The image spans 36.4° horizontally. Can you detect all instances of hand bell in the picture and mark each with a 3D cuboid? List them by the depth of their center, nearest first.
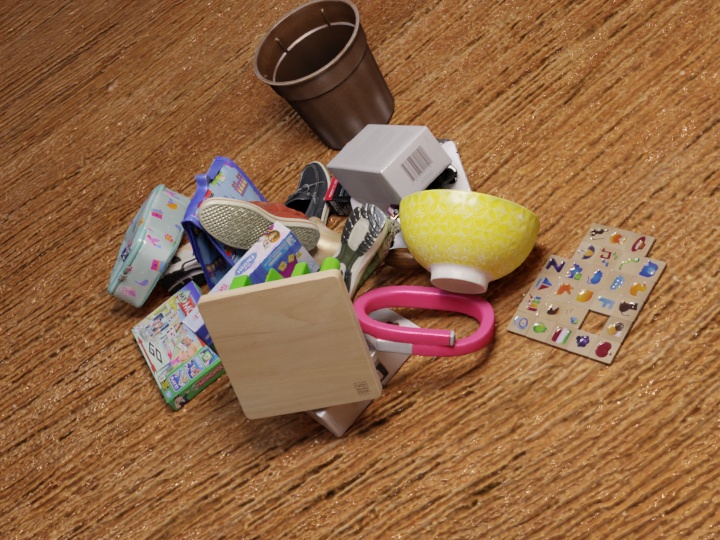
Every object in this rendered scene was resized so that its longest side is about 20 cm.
[{"bbox_3d":[0.014,-0.022,1.673,0.199,0.104,0.104,6,58,22],"label":"hand bell"}]

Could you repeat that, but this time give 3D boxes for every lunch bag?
[{"bbox_3d":[-0.193,-0.063,1.646,0.094,0.200,0.151,-5,40,27],"label":"lunch bag"},{"bbox_3d":[-0.368,-0.040,1.884,0.160,0.077,0.200,-48,20,35],"label":"lunch bag"}]

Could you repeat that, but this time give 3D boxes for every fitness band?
[{"bbox_3d":[0.087,0.066,1.524,0.199,0.038,0.144,6,29,12],"label":"fitness band"}]

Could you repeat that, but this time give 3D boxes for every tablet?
[{"bbox_3d":[0.079,-0.101,1.686,0.200,0.014,0.130,-27,68,26],"label":"tablet"}]

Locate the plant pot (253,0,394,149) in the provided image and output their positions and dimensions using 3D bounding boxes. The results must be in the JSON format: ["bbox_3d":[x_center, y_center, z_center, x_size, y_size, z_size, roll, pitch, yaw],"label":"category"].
[{"bbox_3d":[-0.047,-0.326,1.877,0.200,0.198,0.201,-18,47,21],"label":"plant pot"}]

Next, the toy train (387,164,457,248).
[{"bbox_3d":[0.064,-0.088,1.629,0.046,0.034,0.200,43,87,18],"label":"toy train"}]

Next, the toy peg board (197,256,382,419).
[{"bbox_3d":[-0.086,0.083,1.493,0.199,0.200,0.098,-11,29,16],"label":"toy peg board"}]

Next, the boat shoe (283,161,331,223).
[{"bbox_3d":[-0.093,-0.108,1.816,0.075,0.062,0.200,-30,41,40],"label":"boat shoe"}]

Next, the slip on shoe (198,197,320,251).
[{"bbox_3d":[-0.151,-0.071,1.598,0.074,0.200,0.061,-60,42,25],"label":"slip on shoe"}]

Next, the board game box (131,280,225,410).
[{"bbox_3d":[-0.287,0.119,1.788,0.134,0.029,0.200,-39,44,0],"label":"board game box"}]

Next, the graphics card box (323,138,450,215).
[{"bbox_3d":[0.050,-0.150,1.776,0.200,0.051,0.126,1,57,34],"label":"graphics card box"}]

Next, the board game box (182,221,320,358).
[{"bbox_3d":[-0.133,0.063,1.613,0.200,0.200,0.041,-48,46,-9],"label":"board game box"}]

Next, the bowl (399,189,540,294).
[{"bbox_3d":[0.145,-0.029,1.533,0.200,0.200,0.108,1,74,33],"label":"bowl"}]

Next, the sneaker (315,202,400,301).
[{"bbox_3d":[0.000,0.000,1.571,0.077,0.088,0.200,47,114,35],"label":"sneaker"}]

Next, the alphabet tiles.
[{"bbox_3d":[0.315,0.023,1.498,0.167,0.008,0.200,18,66,41],"label":"alphabet tiles"}]

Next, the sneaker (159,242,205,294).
[{"bbox_3d":[-0.254,-0.030,1.858,0.200,0.074,0.080,-18,45,19],"label":"sneaker"}]

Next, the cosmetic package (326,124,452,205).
[{"bbox_3d":[0.040,-0.161,1.648,0.101,0.071,0.200,-45,23,-12],"label":"cosmetic package"}]

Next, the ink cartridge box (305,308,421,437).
[{"bbox_3d":[-0.014,0.125,1.580,0.200,0.067,0.116,-49,46,-12],"label":"ink cartridge box"}]
